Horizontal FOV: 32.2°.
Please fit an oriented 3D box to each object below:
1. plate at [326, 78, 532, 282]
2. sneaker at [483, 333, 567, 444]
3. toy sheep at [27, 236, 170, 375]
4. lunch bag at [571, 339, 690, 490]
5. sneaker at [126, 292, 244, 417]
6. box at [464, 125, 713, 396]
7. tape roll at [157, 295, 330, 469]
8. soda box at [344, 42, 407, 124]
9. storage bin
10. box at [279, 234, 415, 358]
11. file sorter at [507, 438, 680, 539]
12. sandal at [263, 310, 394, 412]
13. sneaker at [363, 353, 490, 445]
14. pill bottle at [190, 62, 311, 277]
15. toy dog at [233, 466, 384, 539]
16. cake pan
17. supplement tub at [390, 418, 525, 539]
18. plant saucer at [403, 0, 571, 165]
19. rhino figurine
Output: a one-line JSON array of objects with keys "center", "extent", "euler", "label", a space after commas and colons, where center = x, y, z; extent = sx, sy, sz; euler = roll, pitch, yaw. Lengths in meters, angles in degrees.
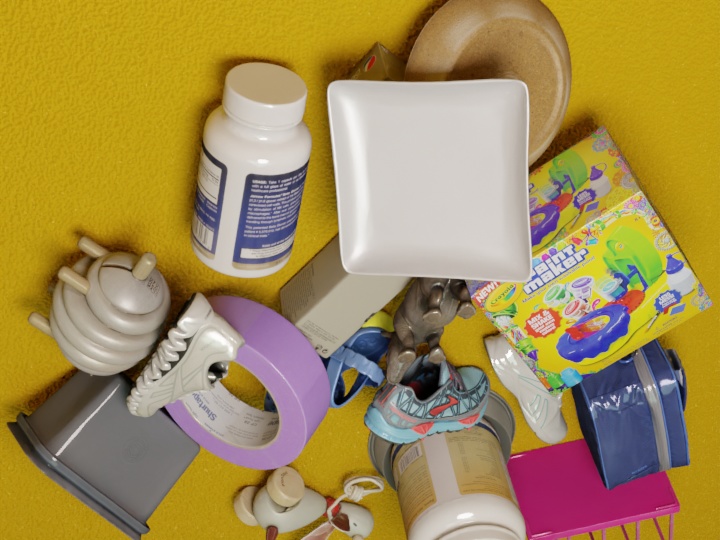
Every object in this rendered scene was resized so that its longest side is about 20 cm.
[{"center": [0.071, -0.090, 1.217], "extent": [0.197, 0.032, 0.202], "euler": [2, 113, 18], "label": "plate"}, {"center": [0.227, 0.143, 1.557], "extent": [0.080, 0.071, 0.201], "euler": [-28, 128, 9], "label": "sneaker"}, {"center": [-0.270, 0.040, 1.339], "extent": [0.137, 0.139, 0.200], "euler": [19, 141, -24], "label": "toy sheep"}, {"center": [0.336, 0.157, 1.545], "extent": [0.131, 0.137, 0.201], "euler": [-17, 130, 2], "label": "lunch bag"}, {"center": [-0.191, 0.109, 1.341], "extent": [0.081, 0.076, 0.200], "euler": [33, 136, -8], "label": "sneaker"}, {"center": [0.229, -0.006, 1.318], "extent": [0.199, 0.123, 0.193], "euler": [-33, 128, 14], "label": "box"}, {"center": [-0.135, 0.128, 1.413], "extent": [0.198, 0.066, 0.202], "euler": [17, 132, 20], "label": "tape roll"}, {"center": [0.073, -0.145, 1.294], "extent": [0.199, 0.068, 0.064], "euler": [31, 118, -30], "label": "soda box"}, {"center": [-0.294, 0.199, 1.471], "extent": [0.134, 0.145, 0.200], "euler": [-46, 127, -8], "label": "storage bin"}, {"center": [0.000, 0.000, 1.390], "extent": [0.068, 0.083, 0.200], "euler": [34, 117, -31], "label": "box"}, {"center": [0.307, 0.319, 1.671], "extent": [0.197, 0.140, 0.126], "euler": [-12, 132, -1], "label": "file sorter"}, {"center": [-0.038, 0.130, 1.484], "extent": [0.200, 0.088, 0.079], "euler": [-40, 127, 22], "label": "sandal"}, {"center": [0.096, 0.142, 1.486], "extent": [0.199, 0.079, 0.096], "euler": [-15, 134, -46], "label": "sneaker"}, {"center": [-0.109, -0.102, 1.265], "extent": [0.110, 0.112, 0.202], "euler": [3, 128, -14], "label": "pill bottle"}, {"center": [-0.066, 0.329, 1.625], "extent": [0.197, 0.097, 0.132], "euler": [9, 142, -15], "label": "toy dog"}, {"center": [0.109, 0.230, 1.625], "extent": [0.197, 0.037, 0.202], "euler": [-5, 129, -7], "label": "cake pan"}, {"center": [0.119, 0.287, 1.517], "extent": [0.142, 0.201, 0.146], "euler": [-5, 130, -6], "label": "supplement tub"}, {"center": [0.137, -0.180, 1.245], "extent": [0.198, 0.035, 0.203], "euler": [-8, 109, -24], "label": "plant saucer"}, {"center": [0.066, 0.059, 1.365], "extent": [0.059, 0.088, 0.201], "euler": [13, 139, -17], "label": "rhino figurine"}]
